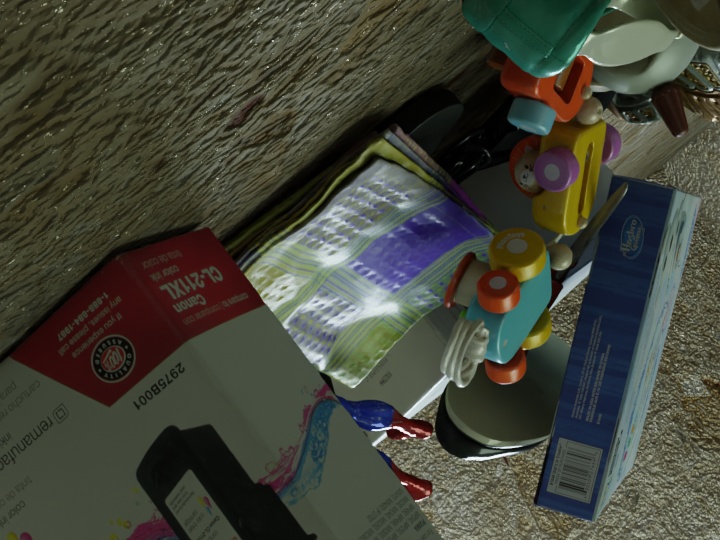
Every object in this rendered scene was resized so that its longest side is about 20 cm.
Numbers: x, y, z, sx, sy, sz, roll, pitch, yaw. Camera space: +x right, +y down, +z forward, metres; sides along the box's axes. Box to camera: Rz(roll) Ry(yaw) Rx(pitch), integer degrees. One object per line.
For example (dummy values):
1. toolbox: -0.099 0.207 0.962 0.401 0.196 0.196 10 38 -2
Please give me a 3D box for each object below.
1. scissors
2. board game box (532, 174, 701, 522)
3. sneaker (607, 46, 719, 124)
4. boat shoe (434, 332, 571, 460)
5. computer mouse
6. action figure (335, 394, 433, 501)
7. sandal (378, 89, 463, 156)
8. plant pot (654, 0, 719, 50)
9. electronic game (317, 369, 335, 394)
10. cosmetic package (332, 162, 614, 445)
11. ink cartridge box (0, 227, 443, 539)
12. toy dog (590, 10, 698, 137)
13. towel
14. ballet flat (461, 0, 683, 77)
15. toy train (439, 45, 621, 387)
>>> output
1. scissors: 0.122 -0.007 0.864 0.200 0.014 0.073 113 3 -47
2. board game box: 0.168 0.043 0.922 0.199 0.043 0.201 -3 107 -72
3. sneaker: 0.216 -0.146 0.917 0.088 0.076 0.200 -53 -158 -8
4. boat shoe: 0.093 0.091 0.952 0.063 0.074 0.201 -53 170 21
5. computer mouse: 0.094 -0.076 0.897 0.200 0.046 0.140 -41 177 -38
6. action figure: -0.031 0.085 0.812 0.052 0.066 0.200 -8 155 33
7. sandal: 0.002 -0.028 0.814 0.075 0.045 0.200 -33 172 -39
8. plant pot: 0.204 -0.157 0.527 0.200 0.188 0.187 -22 170 -13
9. electronic game: -0.070 0.108 0.832 0.042 0.201 0.200 0 -164 31
10. cosmetic package: 0.071 0.004 1.068 0.200 0.123 0.199 -32 170 -29
11. ink cartridge box: -0.074 0.106 0.646 0.146 0.200 0.083 -40 173 22
12. toy dog: 0.197 -0.151 0.784 0.200 0.096 0.132 -41 173 27
13. towel: 0.000 0.000 0.793 0.144 0.023 0.200 -38 151 10
14. ballet flat: 0.118 -0.127 0.635 0.200 0.070 0.067 -32 171 -45
15. toy train: 0.076 -0.040 0.752 0.150 0.056 0.200 16 94 -62
